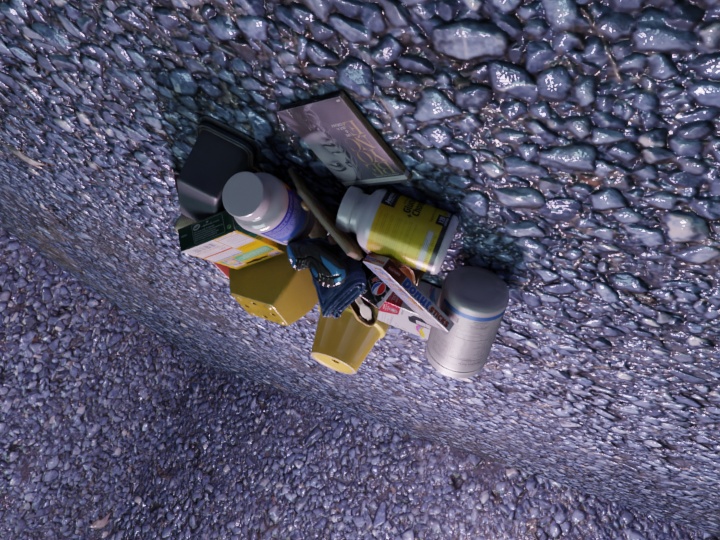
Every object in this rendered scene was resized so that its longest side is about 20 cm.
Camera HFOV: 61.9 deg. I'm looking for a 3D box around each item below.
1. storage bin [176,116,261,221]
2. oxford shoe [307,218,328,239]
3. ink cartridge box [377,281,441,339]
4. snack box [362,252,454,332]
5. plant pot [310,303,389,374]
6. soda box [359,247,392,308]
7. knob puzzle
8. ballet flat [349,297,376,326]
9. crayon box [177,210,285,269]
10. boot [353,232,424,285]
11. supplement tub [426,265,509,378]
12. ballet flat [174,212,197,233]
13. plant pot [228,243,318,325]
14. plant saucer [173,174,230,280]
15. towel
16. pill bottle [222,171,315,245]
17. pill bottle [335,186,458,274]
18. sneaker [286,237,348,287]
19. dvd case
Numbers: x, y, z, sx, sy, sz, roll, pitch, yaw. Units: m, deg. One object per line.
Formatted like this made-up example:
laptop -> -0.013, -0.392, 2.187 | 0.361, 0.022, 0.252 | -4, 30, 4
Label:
storage bin -> -0.277, -0.171, 1.162 | 0.145, 0.135, 0.200 | 26, 159, -5
oxford shoe -> -0.158, -0.104, 1.268 | 0.199, 0.074, 0.071 | 14, 159, 25
ink cartridge box -> 0.149, 0.094, 1.391 | 0.199, 0.083, 0.146 | 22, 158, 7
snack box -> 0.089, 0.041, 1.098 | 0.200, 0.024, 0.072 | 43, 169, -28
plant pot -> -0.036, 0.164, 1.598 | 0.200, 0.189, 0.201 | 20, 158, 8
soda box -> 0.000, 0.000, 1.234 | 0.063, 0.071, 0.200 | 35, -174, -29
knob puzzle -> -0.062, -0.084, 1.118 | 0.220, 0.030, 0.220 | 50, -173, -8
ballet flat -> -0.010, 0.050, 1.421 | 0.200, 0.069, 0.063 | 59, 178, -28
crayon box -> -0.256, -0.059, 1.215 | 0.125, 0.052, 0.200 | -19, 164, 16
boot -> 0.061, -0.036, 1.223 | 0.154, 0.074, 0.200 | 28, 161, 13
supplement tub -> 0.211, 0.104, 1.199 | 0.132, 0.132, 0.200 | 19, 132, 12
ballet flat -> -0.287, -0.097, 1.262 | 0.200, 0.068, 0.062 | -3, -171, -43
plant pot -> -0.194, 0.008, 1.391 | 0.195, 0.200, 0.194 | 16, 157, 22
plant saucer -> -0.346, -0.103, 1.376 | 0.037, 0.200, 0.200 | -25, 144, 4
towel -> -0.051, 0.000, 1.196 | 0.048, 0.112, 0.200 | 34, -162, -30
pill bottle -> -0.171, -0.118, 1.124 | 0.112, 0.112, 0.200 | 16, 177, 20
pill bottle -> 0.063, -0.077, 1.056 | 0.199, 0.112, 0.112 | 21, 158, 7
sneaker -> -0.068, -0.028, 1.119 | 0.200, 0.082, 0.073 | 29, 134, 56
dvd case -> -0.025, -0.206, 0.984 | 0.148, 0.016, 0.200 | 1, 149, 43
